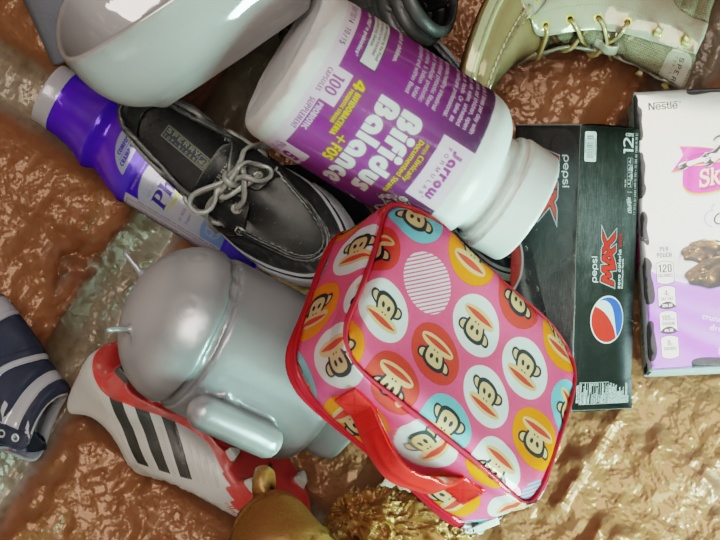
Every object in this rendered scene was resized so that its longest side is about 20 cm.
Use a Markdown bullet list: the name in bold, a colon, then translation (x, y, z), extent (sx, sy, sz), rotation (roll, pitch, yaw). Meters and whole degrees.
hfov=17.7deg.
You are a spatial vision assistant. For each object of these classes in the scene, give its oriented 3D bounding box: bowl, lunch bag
- **bowl**: translation (-0.111, -0.190, 1.595), extent (0.199, 0.200, 0.075), rotation (-33, 112, 5)
- **lunch bag**: translation (0.048, 0.073, 1.523), extent (0.200, 0.082, 0.177), rotation (42, 44, -22)

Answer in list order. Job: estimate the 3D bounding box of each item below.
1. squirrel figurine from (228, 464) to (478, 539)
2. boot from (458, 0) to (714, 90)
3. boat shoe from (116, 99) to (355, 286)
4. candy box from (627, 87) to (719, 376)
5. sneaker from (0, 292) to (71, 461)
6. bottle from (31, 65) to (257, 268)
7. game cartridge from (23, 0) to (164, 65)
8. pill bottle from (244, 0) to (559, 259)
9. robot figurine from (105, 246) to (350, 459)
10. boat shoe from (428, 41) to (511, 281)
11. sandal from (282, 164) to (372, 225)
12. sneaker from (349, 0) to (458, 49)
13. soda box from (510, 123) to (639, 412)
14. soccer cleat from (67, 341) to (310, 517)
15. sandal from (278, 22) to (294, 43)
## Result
- **squirrel figurine**: translation (-0.025, 0.198, 1.573), extent (0.199, 0.187, 0.142), rotation (-28, 55, -11)
- **boot**: translation (0.164, -0.168, 1.656), extent (0.154, 0.072, 0.200), rotation (29, 59, 3)
- **boat shoe**: translation (-0.087, -0.061, 1.592), extent (0.199, 0.068, 0.074), rotation (43, 95, 20)
- **candy box**: translation (0.280, -0.029, 1.653), extent (0.167, 0.072, 0.201), rotation (-4, 83, 3)
- **sneaker**: translation (-0.300, 0.120, 1.668), extent (0.200, 0.070, 0.109), rotation (-42, 81, -5)
- **bottle**: translation (-0.144, -0.080, 1.686), extent (0.199, 0.065, 0.084), rotation (31, 87, 7)
- **game cartridge**: translation (-0.162, -0.248, 1.695), extent (0.199, 0.042, 0.134), rotation (-23, 107, 5)
- **pill bottle**: translation (0.031, -0.092, 1.567), extent (0.199, 0.112, 0.113), rotation (30, 85, -12)
- **robot figurine**: translation (-0.084, 0.057, 1.600), extent (0.199, 0.170, 0.113), rotation (28, 122, -21)
- **boat shoe**: translation (0.077, -0.085, 1.673), extent (0.071, 0.068, 0.201), rotation (-25, 82, 0)
- **sandal**: translation (0.001, 0.000, 1.646), extent (0.200, 0.048, 0.075), rotation (46, 77, -13)
- **sneaker**: translation (0.018, -0.221, 1.659), extent (0.099, 0.071, 0.201), rotation (-28, 53, 27)
- **soda box**: translation (0.149, -0.003, 1.634), extent (0.063, 0.071, 0.201), rotation (1, 92, -41)
- **soccer cleat**: translation (-0.122, 0.129, 1.664), extent (0.200, 0.085, 0.069), rotation (38, 42, -11)
- **sandal**: translation (-0.007, -0.094, 1.675), extent (0.055, 0.082, 0.200), rotation (-37, 83, 8)
